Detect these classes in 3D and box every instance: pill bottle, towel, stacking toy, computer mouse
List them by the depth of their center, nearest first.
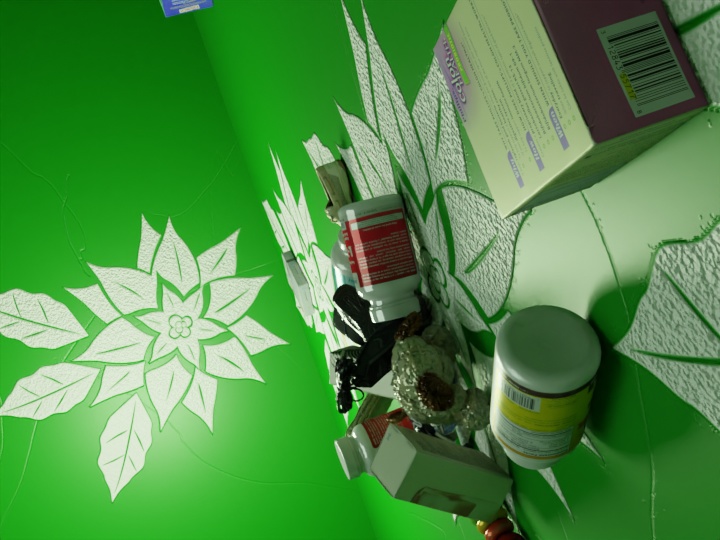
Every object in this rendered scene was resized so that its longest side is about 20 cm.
[{"bbox_3d":[0.200,0.139,0.894,0.200,0.109,0.109,83,163,-48],"label":"pill bottle"},{"bbox_3d":[0.024,0.135,1.328,0.053,0.200,0.139,37,147,30],"label":"computer mouse"},{"bbox_3d":[0.037,-0.020,1.348,0.112,0.112,0.201,169,87,-78],"label":"pill bottle"},{"bbox_3d":[0.215,0.417,1.379,0.200,0.085,0.086,54,161,43],"label":"stacking toy"},{"bbox_3d":[0.000,0.000,1.601,0.200,0.110,0.111,81,164,-46],"label":"pill bottle"},{"bbox_3d":[0.054,0.359,1.680,0.112,0.199,0.113,161,90,-79],"label":"pill bottle"},{"bbox_3d":[0.029,0.313,1.818,0.036,0.200,0.148,22,162,19],"label":"towel"}]

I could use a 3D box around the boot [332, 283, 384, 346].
[{"bbox_3d":[0.012,0.116,1.513,0.165,0.066,0.200,48,165,13],"label":"boot"}]

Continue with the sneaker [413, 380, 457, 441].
[{"bbox_3d":[0.151,0.240,1.441,0.077,0.076,0.200,31,146,22],"label":"sneaker"}]

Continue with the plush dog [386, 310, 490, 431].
[{"bbox_3d":[0.096,0.166,1.261,0.172,0.160,0.200,67,177,-52],"label":"plush dog"}]

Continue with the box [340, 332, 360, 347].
[{"bbox_3d":[0.031,0.157,1.738,0.200,0.101,0.113,158,93,-79],"label":"box"}]

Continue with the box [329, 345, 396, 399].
[{"bbox_3d":[0.040,0.196,1.539,0.199,0.082,0.069,6,101,35],"label":"box"}]

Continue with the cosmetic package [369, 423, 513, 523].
[{"bbox_3d":[0.129,0.326,1.289,0.087,0.200,0.103,-64,26,6],"label":"cosmetic package"}]

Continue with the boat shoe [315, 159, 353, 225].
[{"bbox_3d":[-0.047,-0.134,1.713,0.072,0.065,0.201,-134,27,-64],"label":"boat shoe"}]

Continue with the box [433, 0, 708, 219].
[{"bbox_3d":[0.154,-0.160,0.651,0.200,0.096,0.176,127,123,-75],"label":"box"}]

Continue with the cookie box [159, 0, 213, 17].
[{"bbox_3d":[-0.582,-0.935,2.640,0.200,0.171,0.075,108,144,-71],"label":"cookie box"}]

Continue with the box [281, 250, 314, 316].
[{"bbox_3d":[-0.228,0.046,2.930,0.200,0.041,0.156,-120,15,-46],"label":"box"}]

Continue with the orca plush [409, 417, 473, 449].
[{"bbox_3d":[0.145,0.336,1.439,0.200,0.105,0.071,66,-149,-53],"label":"orca plush"}]

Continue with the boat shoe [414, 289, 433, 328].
[{"bbox_3d":[0.067,0.051,1.468,0.200,0.074,0.061,-132,25,-56],"label":"boat shoe"}]
